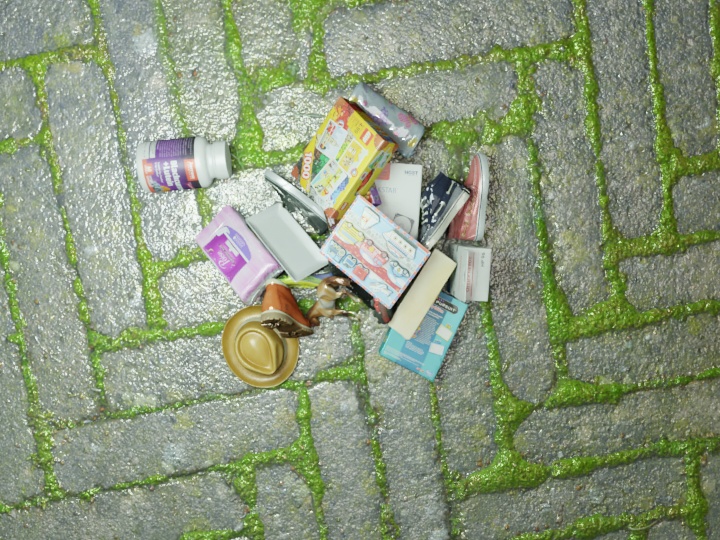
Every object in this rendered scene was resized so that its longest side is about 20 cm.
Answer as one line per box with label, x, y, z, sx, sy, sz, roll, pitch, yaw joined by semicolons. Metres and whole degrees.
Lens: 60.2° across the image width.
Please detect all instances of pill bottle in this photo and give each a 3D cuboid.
pill bottle;-0.394;-0.240;1.399;0.193;0.111;0.116;-6;96;-2

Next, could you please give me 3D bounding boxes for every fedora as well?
fedora;-0.238;0.185;1.460;0.193;0.082;0.208;0;96;-2

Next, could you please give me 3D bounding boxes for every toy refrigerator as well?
toy refrigerator;0.140;0.052;1.422;0.069;0.076;0.203;32;93;-4

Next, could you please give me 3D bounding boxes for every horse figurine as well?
horse figurine;-0.059;0.068;1.431;0.128;0.203;0.051;11;51;1

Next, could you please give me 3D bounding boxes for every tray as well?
tray;-0.168;-0.062;1.418;0.106;0.022;0.201;-30;69;-32

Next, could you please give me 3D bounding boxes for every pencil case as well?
pencil case;0.053;-0.344;1.420;0.197;0.083;0.092;32;55;-7

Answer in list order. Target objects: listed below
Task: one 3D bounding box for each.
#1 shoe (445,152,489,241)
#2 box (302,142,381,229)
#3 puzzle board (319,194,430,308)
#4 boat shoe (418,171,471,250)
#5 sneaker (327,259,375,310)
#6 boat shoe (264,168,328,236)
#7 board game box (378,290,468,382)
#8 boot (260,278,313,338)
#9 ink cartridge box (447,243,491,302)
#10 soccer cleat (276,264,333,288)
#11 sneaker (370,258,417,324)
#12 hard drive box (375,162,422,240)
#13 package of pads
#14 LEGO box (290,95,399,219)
shoe;0.246;-0.172;1.454;0.088;0.072;0.208;1;99;-6
box;-0.044;-0.215;1.399;0.134;0.039;0.206;-25;79;30
puzzle board;0.030;-0.038;1.324;0.198;0.017;0.152;38;100;-2
boat shoe;0.158;-0.125;1.403;0.092;0.075;0.202;37;87;1
sneaker;0.000;0.000;1.441;0.074;0.089;0.200;-19;126;37
boat shoe;-0.150;-0.157;1.441;0.198;0.069;0.057;37;93;-7
board game box;0.150;0.139;1.491;0.148;0.047;0.205;25;94;-4
boot;-0.162;0.090;1.411;0.073;0.200;0.111;-12;65;15
ink cartridge box;0.248;0.004;1.406;0.065;0.200;0.120;2;96;-3
soccer cleat;-0.144;0.020;1.461;0.193;0.066;0.085;-8;136;9
sneaker;0.079;0.019;1.370;0.095;0.070;0.208;7;87;23
hard drive box;0.060;-0.145;1.447;0.150;0.077;0.208;2;95;-3
package of pads;-0.275;-0.034;1.413;0.120;0.076;0.201;-43;74;2
LEGO box;-0.036;-0.237;1.325;0.149;0.076;0.202;46;114;21
